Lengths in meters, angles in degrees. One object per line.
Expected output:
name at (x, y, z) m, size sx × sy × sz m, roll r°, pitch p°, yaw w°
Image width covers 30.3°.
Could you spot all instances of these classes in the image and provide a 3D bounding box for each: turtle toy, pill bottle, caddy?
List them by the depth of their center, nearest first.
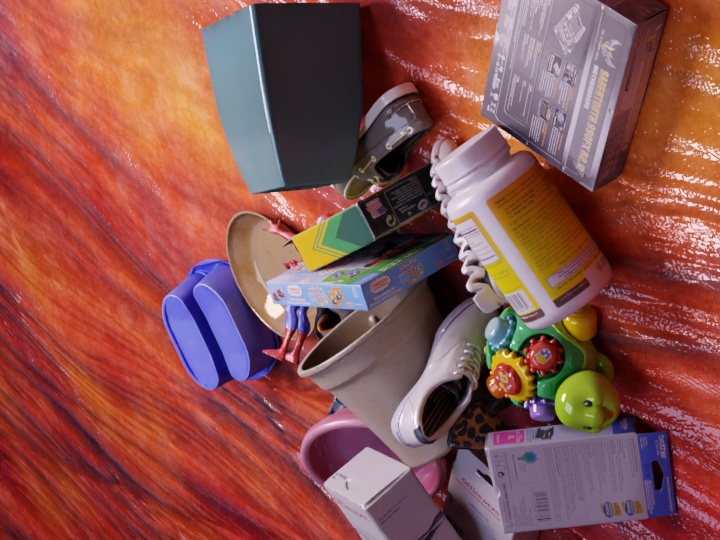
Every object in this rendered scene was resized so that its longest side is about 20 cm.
pill bottle at (0.164, -0.047, 1.379) m, size 0.200 × 0.109 × 0.109 m, roll 55°, pitch 148°, yaw -5°
turtle toy at (0.209, 0.109, 1.465) m, size 0.200 × 0.101 × 0.146 m, roll 28°, pitch 135°, yaw 40°
caddy at (-0.208, 0.083, 2.019) m, size 0.141 × 0.105 × 0.201 m, roll -18°, pitch 101°, yaw 34°

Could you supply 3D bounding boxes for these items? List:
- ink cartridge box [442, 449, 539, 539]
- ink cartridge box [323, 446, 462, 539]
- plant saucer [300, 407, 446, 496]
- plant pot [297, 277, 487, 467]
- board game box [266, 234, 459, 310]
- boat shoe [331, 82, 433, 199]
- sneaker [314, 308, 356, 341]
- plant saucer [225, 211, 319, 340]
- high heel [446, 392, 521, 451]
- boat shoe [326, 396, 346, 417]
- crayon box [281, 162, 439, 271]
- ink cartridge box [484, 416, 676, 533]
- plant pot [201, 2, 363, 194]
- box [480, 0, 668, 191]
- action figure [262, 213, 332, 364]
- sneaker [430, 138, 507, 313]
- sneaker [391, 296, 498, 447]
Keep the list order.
ink cartridge box at (0.171, 0.300, 1.696) m, size 0.116 × 0.068 × 0.201 m, roll 41°, pitch 144°, yaw 29°
ink cartridge box at (0.058, 0.336, 1.708) m, size 0.200 × 0.083 × 0.146 m, roll 56°, pitch 164°, yaw -17°
plant saucer at (0.020, 0.247, 1.807) m, size 0.199 × 0.051 × 0.201 m, roll 8°, pitch 138°, yaw 7°
plant pot at (0.056, 0.132, 1.634) m, size 0.184 × 0.200 × 0.200 m, roll 52°, pitch 148°, yaw -7°
board game box at (0.000, 0.000, 1.622) m, size 0.200 × 0.151 × 0.037 m, roll 0°, pitch 114°, yaw 53°
boat shoe at (0.023, -0.136, 1.558) m, size 0.060 × 0.072 × 0.202 m, roll 56°, pitch 144°, yaw 15°
sneaker at (-0.033, 0.084, 1.800) m, size 0.074 × 0.079 × 0.201 m, roll 40°, pitch 143°, yaw 26°
plant saucer at (-0.116, 0.002, 1.889) m, size 0.200 × 0.035 × 0.201 m, roll 33°, pitch 138°, yaw 35°
high heel at (0.188, 0.234, 1.552) m, size 0.201 × 0.142 × 0.071 m, roll 59°, pitch 148°, yaw 2°
boat shoe at (-0.002, 0.199, 1.855) m, size 0.084 × 0.068 × 0.200 m, roll 49°, pitch 146°, yaw 17°
crayon box at (0.004, -0.059, 1.595) m, size 0.200 × 0.127 × 0.051 m, roll -23°, pitch 96°, yaw 59°
ink cartridge box at (0.248, 0.229, 1.493) m, size 0.199 × 0.042 × 0.120 m, roll -7°, pitch 115°, yaw 13°
plant pot at (-0.082, -0.193, 1.531) m, size 0.141 × 0.141 × 0.201 m, roll -6°, pitch 90°, yaw 59°
box at (0.200, -0.199, 1.287) m, size 0.158 × 0.048 × 0.201 m, roll 39°, pitch 142°, yaw 30°
action figure at (-0.095, 0.012, 1.763) m, size 0.099 × 0.065 × 0.201 m, roll 21°, pitch 90°, yaw 27°
sneaker at (0.136, -0.057, 1.477) m, size 0.081 × 0.075 × 0.201 m, roll -23°, pitch 80°, yaw 16°
sneaker at (0.112, 0.119, 1.533) m, size 0.073 × 0.201 × 0.071 m, roll 36°, pitch 164°, yaw -24°
